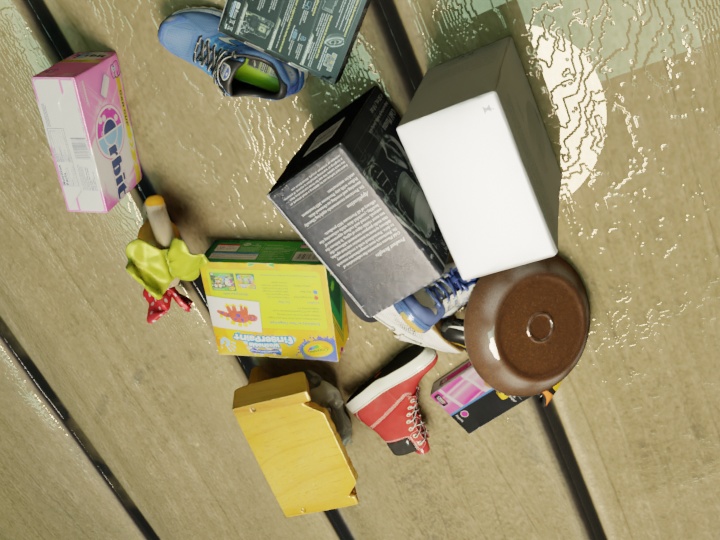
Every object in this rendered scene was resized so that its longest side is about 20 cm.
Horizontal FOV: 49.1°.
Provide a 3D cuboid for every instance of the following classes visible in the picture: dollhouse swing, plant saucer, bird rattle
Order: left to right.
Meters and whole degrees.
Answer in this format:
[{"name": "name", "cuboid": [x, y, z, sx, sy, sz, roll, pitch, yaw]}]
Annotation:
[{"name": "bird rattle", "cuboid": [-0.285, -0.022, 1.165, 0.111, 0.200, 0.166, -13, 79, -12]}, {"name": "dollhouse swing", "cuboid": [-0.088, 0.240, 1.230, 0.179, 0.176, 0.202, -16, 109, 21]}, {"name": "plant saucer", "cuboid": [0.234, 0.074, 1.059, 0.197, 0.037, 0.204, -2, 97, -18]}]

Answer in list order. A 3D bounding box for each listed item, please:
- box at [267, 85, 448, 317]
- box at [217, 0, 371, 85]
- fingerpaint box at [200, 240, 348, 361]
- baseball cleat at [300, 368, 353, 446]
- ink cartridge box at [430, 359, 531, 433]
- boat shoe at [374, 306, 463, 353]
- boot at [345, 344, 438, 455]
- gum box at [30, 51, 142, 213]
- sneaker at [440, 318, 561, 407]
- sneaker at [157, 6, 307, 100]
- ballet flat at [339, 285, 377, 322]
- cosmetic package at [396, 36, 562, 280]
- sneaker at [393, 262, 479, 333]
[{"name": "box", "cuboid": [0.014, -0.089, 0.985, 0.123, 0.201, 0.197, -29, 110, 28]}, {"name": "box", "cuboid": [-0.062, -0.347, 0.931, 0.158, 0.044, 0.202, 23, 112, 0]}, {"name": "fingerpaint box", "cuboid": [-0.126, 0.044, 1.188, 0.196, 0.074, 0.169, 1, 120, 15]}, {"name": "baseball cleat", "cuboid": [-0.064, 0.230, 1.296, 0.106, 0.069, 0.202, 41, 149, 33]}, {"name": "ink cartridge box", "cuboid": [0.207, 0.165, 1.195, 0.095, 0.037, 0.199, 44, 119, -12]}, {"name": "boat shoe", "cuboid": [0.073, 0.070, 1.127, 0.069, 0.072, 0.199, -30, 133, 30]}, {"name": "boot", "cuboid": [0.084, 0.206, 1.218, 0.144, 0.072, 0.200, 45, 129, -1]}, {"name": "gum box", "cuboid": [-0.371, -0.186, 1.092, 0.065, 0.114, 0.203, 4, 121, 13]}, {"name": "sneaker", "cuboid": [0.197, 0.133, 1.108, 0.197, 0.070, 0.091, 18, 92, -14]}, {"name": "sneaker", "cuboid": [-0.167, -0.272, 1.000, 0.197, 0.089, 0.079, 21, 123, 3]}, {"name": "ballet flat", "cuboid": [0.000, 0.000, 1.118, 0.072, 0.073, 0.202, -11, 119, 21]}, {"name": "cosmetic package", "cuboid": [0.149, -0.134, 0.930, 0.121, 0.201, 0.201, -17, 115, 23]}, {"name": "sneaker", "cuboid": [0.107, 0.022, 1.049, 0.088, 0.199, 0.076, -41, 82, 24]}]
